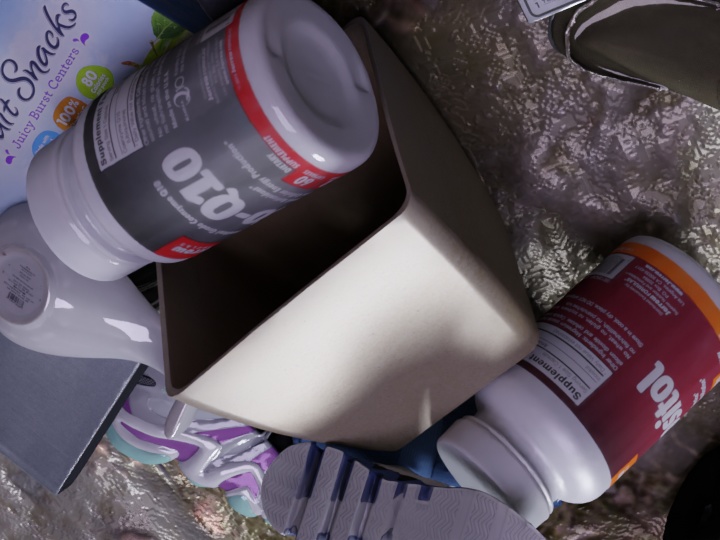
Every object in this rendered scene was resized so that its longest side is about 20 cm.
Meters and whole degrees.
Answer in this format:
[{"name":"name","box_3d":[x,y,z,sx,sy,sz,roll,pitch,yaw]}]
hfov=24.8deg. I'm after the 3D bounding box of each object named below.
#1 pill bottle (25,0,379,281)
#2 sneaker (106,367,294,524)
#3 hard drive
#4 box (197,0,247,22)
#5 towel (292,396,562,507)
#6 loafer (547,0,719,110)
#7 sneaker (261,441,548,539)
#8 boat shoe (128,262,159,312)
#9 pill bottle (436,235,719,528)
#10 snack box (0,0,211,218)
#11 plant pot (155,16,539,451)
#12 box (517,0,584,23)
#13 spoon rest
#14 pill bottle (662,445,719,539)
[{"name":"pill bottle","box_3d":[-0.098,-0.073,0.976,0.200,0.114,0.114,-27,118,31]},{"name":"sneaker","box_3d":[-0.079,0.103,1.199,0.199,0.078,0.140,21,124,-9]},{"name":"hard drive","box_3d":[-0.249,0.040,1.129,0.200,0.033,0.140,36,107,6]},{"name":"box","box_3d":[-0.084,-0.266,0.937,0.122,0.106,0.200,-26,118,22]},{"name":"towel","box_3d":[0.056,0.101,1.162,0.199,0.112,0.049,14,135,-2]},{"name":"loafer","box_3d":[0.216,-0.141,1.012,0.199,0.070,0.075,5,124,2]},{"name":"sneaker","box_3d":[0.042,0.167,1.068,0.199,0.115,0.081,22,90,17]},{"name":"boat shoe","box_3d":[-0.200,0.019,1.160,0.199,0.071,0.064,-18,121,19]},{"name":"pill bottle","box_3d":[0.151,0.079,1.085,0.200,0.113,0.113,-41,118,-14]},{"name":"snack box","box_3d":[-0.198,-0.123,1.067,0.168,0.068,0.200,31,120,-15]},{"name":"plant pot","box_3d":[0.000,0.000,1.058,0.200,0.200,0.177,-38,127,21]},{"name":"box","box_3d":[0.109,-0.259,0.950,0.116,0.060,0.200,-21,119,19]},{"name":"spoon rest","box_3d":[-0.174,0.033,1.068,0.200,0.061,0.100,37,111,20]},{"name":"pill bottle","box_3d":[0.335,0.216,1.214,0.199,0.112,0.112,24,123,-11]}]
